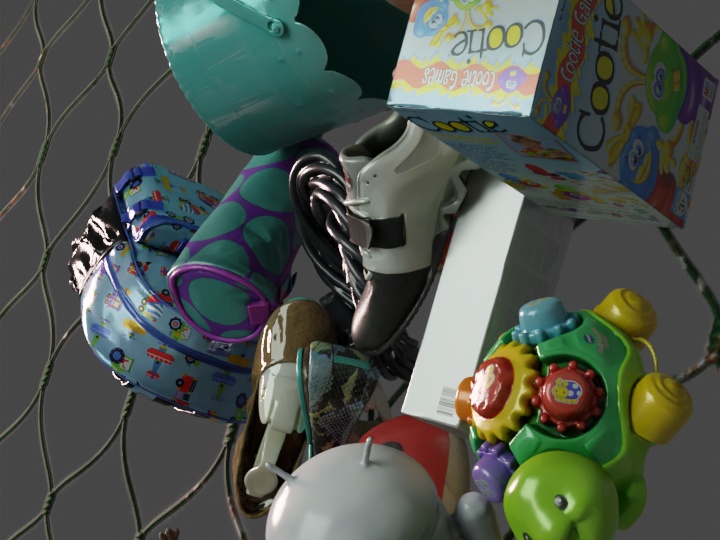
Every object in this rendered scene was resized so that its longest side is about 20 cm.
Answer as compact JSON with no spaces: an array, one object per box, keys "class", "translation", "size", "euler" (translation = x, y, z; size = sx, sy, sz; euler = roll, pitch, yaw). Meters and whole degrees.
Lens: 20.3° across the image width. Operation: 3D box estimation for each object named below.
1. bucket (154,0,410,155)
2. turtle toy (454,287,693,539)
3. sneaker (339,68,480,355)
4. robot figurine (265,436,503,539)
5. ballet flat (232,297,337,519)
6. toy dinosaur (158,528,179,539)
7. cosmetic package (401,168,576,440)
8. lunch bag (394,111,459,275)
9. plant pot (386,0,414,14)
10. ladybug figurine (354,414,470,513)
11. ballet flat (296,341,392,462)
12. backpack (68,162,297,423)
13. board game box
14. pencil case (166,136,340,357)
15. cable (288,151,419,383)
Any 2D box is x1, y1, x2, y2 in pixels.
[{"class":"bucket","translation":[-0.055,-0.195,1.558],"size":[0.134,0.207,0.209],"euler":[-21,50,27]},{"class":"turtle toy","translation":[0.120,0.099,1.213],"size":[0.146,0.100,0.201],"euler":[-53,31,29]},{"class":"sneaker","translation":[0.018,-0.043,1.329],"size":[0.074,0.088,0.201],"euler":[-119,48,-68]},{"class":"robot figurine","translation":[0.011,0.191,1.254],"size":[0.168,0.201,0.113],"euler":[-22,25,7]},{"class":"ballet flat","translation":[-0.062,0.115,1.534],"size":[0.073,0.067,0.201],"euler":[-77,6,-52]},{"class":"toy dinosaur","translation":[-0.120,0.295,1.559],"size":[0.201,0.085,0.136],"euler":[-64,34,24]},{"class":"cosmetic package","translation":[0.091,0.011,1.338],"size":[0.050,0.082,0.202],"euler":[12,81,34]},{"class":"lunch bag","translation":[0.075,-0.103,1.467],"size":[0.201,0.081,0.176],"euler":[-66,23,8]},{"class":"plant pot","translation":[0.062,-0.293,1.458],"size":[0.201,0.187,0.188],"euler":[-52,30,13]},{"class":"ladybug figurine","translation":[0.013,0.186,1.386],"size":[0.135,0.071,0.202],"euler":[4,75,63]},{"class":"ballet flat","translation":[-0.010,0.123,1.460],"size":[0.201,0.073,0.075],"euler":[89,-178,-57]},{"class":"backpack","translation":[-0.141,0.027,1.658],"size":[0.135,0.182,0.200],"euler":[-56,25,20]},{"class":"board game box","translation":[0.121,-0.109,1.217],"size":[0.104,0.200,0.104],"euler":[8,78,37]},{"class":"pencil case","translation":[-0.076,-0.026,1.587],"size":[0.200,0.092,0.086],"euler":[-60,-10,-48]},{"class":"cable","translation":[0.000,0.000,1.471],"size":[0.200,0.050,0.164],"euler":[-129,23,-65]}]
